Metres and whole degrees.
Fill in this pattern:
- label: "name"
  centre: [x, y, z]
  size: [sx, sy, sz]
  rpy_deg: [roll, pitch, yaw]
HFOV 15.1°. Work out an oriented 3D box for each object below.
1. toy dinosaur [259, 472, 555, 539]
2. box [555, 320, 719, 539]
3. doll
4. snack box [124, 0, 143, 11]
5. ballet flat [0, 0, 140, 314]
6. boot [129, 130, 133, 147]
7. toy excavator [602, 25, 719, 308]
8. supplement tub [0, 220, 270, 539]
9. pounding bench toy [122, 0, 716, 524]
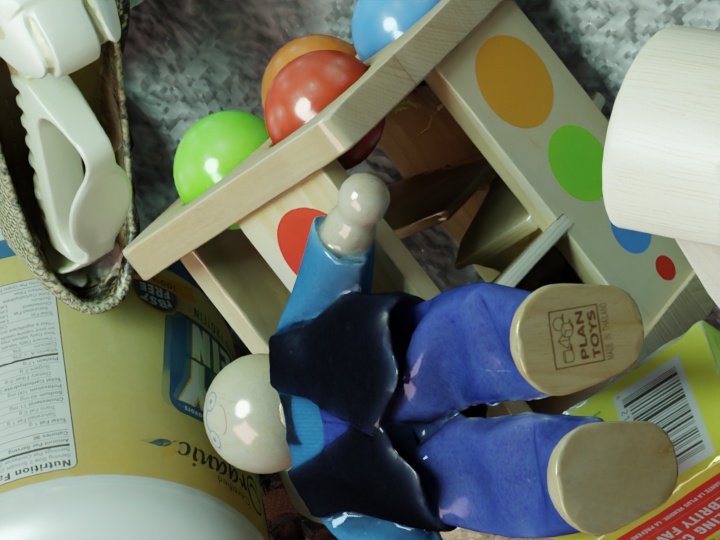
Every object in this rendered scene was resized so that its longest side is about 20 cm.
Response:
- label: "toy dinosaur"
  centre: [0.007, 0.114, 1.079]
  size: [0.200, 0.086, 0.136]
  rpy_deg: [-31, 95, 42]
- label: "box"
  centre: [0.141, 0.085, 0.871]
  size: [0.075, 0.050, 0.200]
  rpy_deg: [-35, 140, 22]
- label: "doll"
  centre: [0.013, 0.038, 0.826]
  size: [0.200, 0.048, 0.137]
  rpy_deg: [-9, 96, 58]
- label: "snack box"
  centre: [-0.106, -0.174, 0.937]
  size: [0.200, 0.068, 0.169]
  rpy_deg: [-24, 106, 46]
- label: "ballet flat"
  centre: [-0.103, -0.066, 0.921]
  size: [0.075, 0.068, 0.201]
  rpy_deg: [-124, 20, -45]
- label: "boot"
  centre: [-0.183, -0.104, 1.054]
  size: [0.199, 0.070, 0.132]
  rpy_deg: [16, 131, 29]
- label: "toy excavator"
  centre: [0.142, -0.012, 0.773]
  size: [0.100, 0.200, 0.195]
  rpy_deg: [12, 130, 30]
- label: "supplement tub"
  centre: [-0.108, 0.091, 1.011]
  size: [0.144, 0.200, 0.145]
  rpy_deg: [-7, 136, -7]
- label: "pounding bench toy"
  centre: [0.000, 0.000, 0.953]
  size: [0.156, 0.124, 0.200]
  rpy_deg: [51, 139, -8]
